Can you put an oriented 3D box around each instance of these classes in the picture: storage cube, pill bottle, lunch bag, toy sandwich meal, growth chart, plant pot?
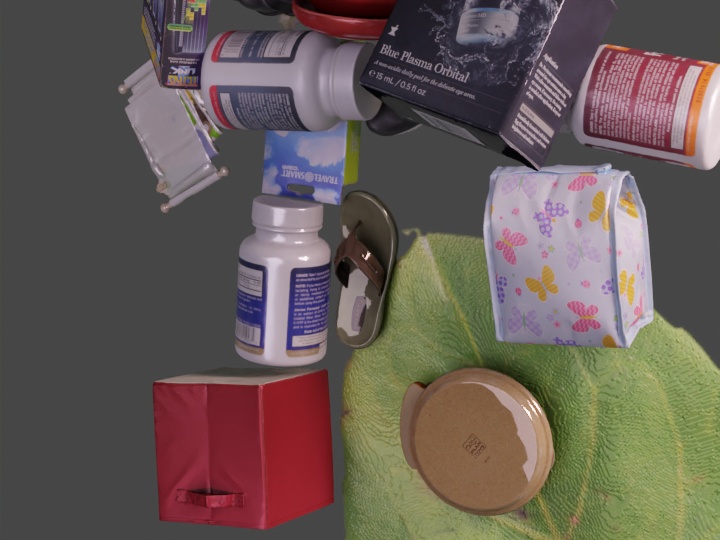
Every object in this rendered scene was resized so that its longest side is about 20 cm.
[{"bbox_3d":[-0.149,0.223,1.847,0.170,0.200,0.181,-1,93,28],"label":"storage cube"},{"bbox_3d":[-0.096,0.010,1.814,0.119,0.120,0.201,11,105,25],"label":"pill bottle"},{"bbox_3d":[0.239,-0.023,1.629,0.169,0.127,0.201,0,110,30],"label":"lunch bag"},{"bbox_3d":[0.300,-0.185,1.568,0.199,0.114,0.115,15,107,24],"label":"pill bottle"},{"bbox_3d":[0.145,0.207,1.761,0.204,0.070,0.207,4,101,22],"label":"toy sandwich meal"},{"bbox_3d":[-0.078,-0.225,1.703,0.199,0.119,0.120,5,103,26],"label":"pill bottle"},{"bbox_3d":[-0.247,-0.193,1.910,0.144,0.018,0.201,-21,90,29],"label":"growth chart"},{"bbox_3d":[0.013,-0.368,1.641,0.199,0.200,0.184,13,115,25],"label":"plant pot"}]

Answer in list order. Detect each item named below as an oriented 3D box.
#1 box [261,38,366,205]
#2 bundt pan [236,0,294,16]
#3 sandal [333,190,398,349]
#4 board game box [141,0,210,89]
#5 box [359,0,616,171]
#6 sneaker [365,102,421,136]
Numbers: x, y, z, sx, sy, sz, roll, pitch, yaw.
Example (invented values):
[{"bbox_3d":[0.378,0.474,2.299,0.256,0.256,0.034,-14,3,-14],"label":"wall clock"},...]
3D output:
[{"bbox_3d":[-0.059,-0.191,1.791,0.121,0.048,0.201,10,103,26],"label":"box"},{"bbox_3d":[-0.120,-0.414,1.765,0.201,0.076,0.203,6,103,28],"label":"bundt pan"},{"bbox_3d":[0.001,0.001,1.793,0.079,0.057,0.203,6,97,26],"label":"sandal"},{"bbox_3d":[-0.227,-0.338,1.764,0.056,0.200,0.166,0,120,-16],"label":"board game box"},{"bbox_3d":[0.136,-0.243,1.539,0.196,0.117,0.201,24,88,33],"label":"box"},{"bbox_3d":[0.075,-0.228,1.694,0.200,0.085,0.075,-36,81,27],"label":"sneaker"}]
